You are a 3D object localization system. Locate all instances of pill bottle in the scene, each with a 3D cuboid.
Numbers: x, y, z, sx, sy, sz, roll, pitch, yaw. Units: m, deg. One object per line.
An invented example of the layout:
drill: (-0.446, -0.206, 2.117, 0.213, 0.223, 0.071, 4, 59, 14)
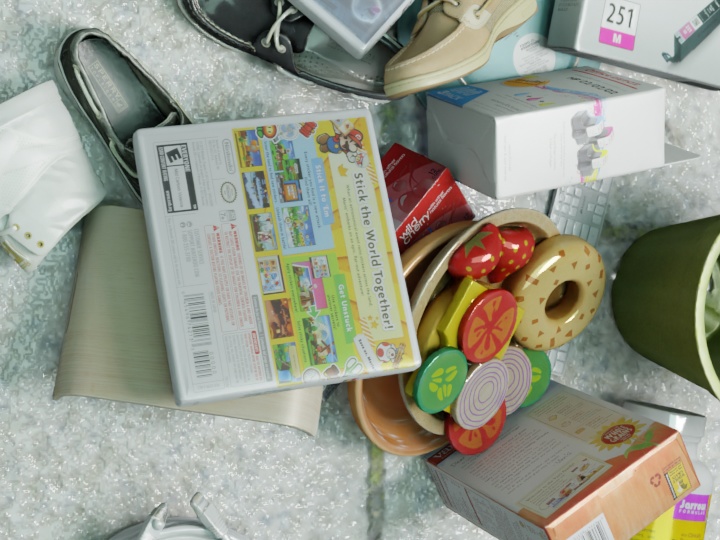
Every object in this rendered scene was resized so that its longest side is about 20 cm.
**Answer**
pill bottle: (0.247, 0.219, 1.237, 0.103, 0.104, 0.202, 10, 90, -22)

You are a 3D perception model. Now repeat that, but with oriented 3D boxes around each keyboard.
keyboard: (0.180, -0.011, 1.245, 0.056, 0.011, 0.202, 16, 88, -22)

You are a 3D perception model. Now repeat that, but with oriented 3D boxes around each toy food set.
toy food set: (-0.121, 0.039, 1.061, 0.198, 0.060, 0.145, 8, 73, -1)
toy food set: (0.106, 0.048, 1.127, 0.199, 0.048, 0.199, 26, 92, -50)

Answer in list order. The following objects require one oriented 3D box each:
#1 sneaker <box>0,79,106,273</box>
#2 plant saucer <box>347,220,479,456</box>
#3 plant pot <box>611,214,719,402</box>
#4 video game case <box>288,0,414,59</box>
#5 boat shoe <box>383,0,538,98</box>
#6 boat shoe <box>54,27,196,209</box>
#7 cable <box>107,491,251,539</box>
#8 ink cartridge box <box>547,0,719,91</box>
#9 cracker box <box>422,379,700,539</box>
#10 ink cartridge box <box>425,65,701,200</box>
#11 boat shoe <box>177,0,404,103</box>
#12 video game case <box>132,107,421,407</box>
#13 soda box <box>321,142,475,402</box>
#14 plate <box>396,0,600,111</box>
sneaker: (-0.278, -0.040, 1.022, 0.199, 0.074, 0.116, -32, 102, -18)
plant saucer: (0.060, 0.051, 1.147, 0.199, 0.037, 0.202, -24, 127, -36)
plant pot: (0.310, 0.027, 1.204, 0.198, 0.190, 0.202, -2, 94, -23)
video game case: (-0.018, -0.290, 1.096, 0.200, 0.023, 0.182, 40, 75, 2)
boat shoe: (0.069, -0.192, 1.099, 0.200, 0.071, 0.065, -46, 119, -48)
boat shoe: (-0.156, -0.095, 1.072, 0.071, 0.064, 0.200, -43, 108, -14)
cable: (-0.143, 0.292, 1.103, 0.200, 0.069, 0.200, -46, 109, -12)
ink cartridge box: (0.262, -0.257, 1.225, 0.198, 0.043, 0.176, 7, 95, -32)
cracker box: (0.155, 0.161, 1.143, 0.133, 0.200, 0.058, -32, 110, -17)
ink cartridge box: (0.165, -0.117, 1.151, 0.198, 0.115, 0.069, -12, 112, -23)
boat shoe: (-0.046, -0.183, 1.109, 0.199, 0.060, 0.074, 24, 101, -22)
video game case: (-0.061, -0.014, 1.033, 0.180, 0.023, 0.202, -7, 77, -18)
soda box: (0.000, 0.000, 1.132, 0.200, 0.063, 0.070, -51, 139, -13)
plate: (0.125, -0.203, 1.202, 0.198, 0.026, 0.203, -1, 93, -22)
